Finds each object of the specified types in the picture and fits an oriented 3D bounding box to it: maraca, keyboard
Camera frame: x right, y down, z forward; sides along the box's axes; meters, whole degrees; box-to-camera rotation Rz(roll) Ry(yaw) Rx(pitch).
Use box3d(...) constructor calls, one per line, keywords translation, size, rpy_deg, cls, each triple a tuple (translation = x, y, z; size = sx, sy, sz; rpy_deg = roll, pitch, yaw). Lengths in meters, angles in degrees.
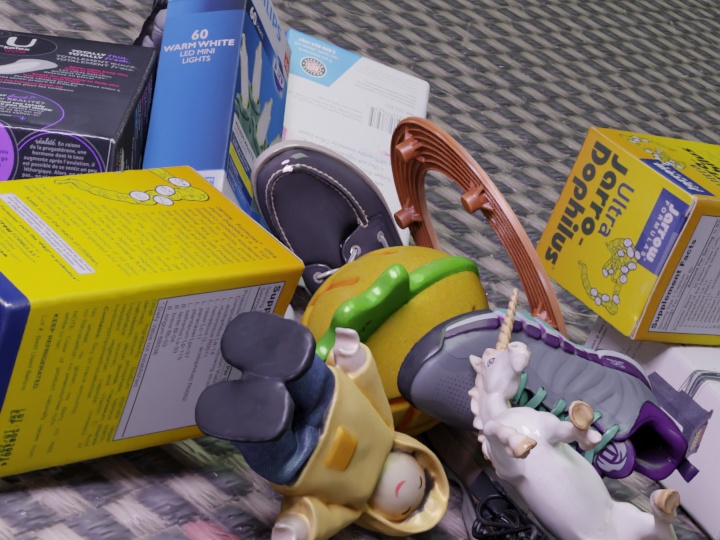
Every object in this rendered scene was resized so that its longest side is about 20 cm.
box3d(translation=(0.011, 0.043, 1.328), size=(0.107, 0.137, 0.200), rpy_deg=(41, 12, 17), cls="maraca")
box3d(translation=(0.091, 0.161, 1.180), size=(0.104, 0.040, 0.200), rpy_deg=(51, -4, -19), cls="keyboard")

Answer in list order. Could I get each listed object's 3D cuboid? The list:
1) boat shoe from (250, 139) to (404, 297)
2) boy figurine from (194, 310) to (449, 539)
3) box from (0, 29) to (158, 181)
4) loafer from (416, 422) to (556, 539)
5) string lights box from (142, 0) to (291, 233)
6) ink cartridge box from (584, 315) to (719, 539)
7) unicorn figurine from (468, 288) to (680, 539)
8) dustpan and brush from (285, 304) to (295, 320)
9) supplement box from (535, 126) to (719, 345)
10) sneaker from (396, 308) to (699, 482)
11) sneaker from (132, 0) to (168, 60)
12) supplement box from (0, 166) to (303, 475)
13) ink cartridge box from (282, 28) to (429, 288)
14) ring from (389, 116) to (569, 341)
box3d(translation=(0.000, 0.000, 1.437), size=(0.200, 0.072, 0.063), rpy_deg=(54, 8, -33), cls="boat shoe")
box3d(translation=(-0.017, 0.099, 1.217), size=(0.064, 0.125, 0.200), rpy_deg=(9, -22, 32), cls="boy figurine")
box3d(translation=(-0.196, -0.067, 1.370), size=(0.121, 0.107, 0.200), rpy_deg=(7, 21, 0), cls="box")
box3d(translation=(0.086, 0.110, 1.374), size=(0.072, 0.063, 0.200), rpy_deg=(17, 22, -21), cls="loafer")
box3d(translation=(-0.093, -0.093, 1.458), size=(0.059, 0.103, 0.201), rpy_deg=(-4, 56, 14), cls="string lights box")
box3d(translation=(0.260, 0.107, 1.563), size=(0.144, 0.085, 0.200), rpy_deg=(10, 24, -34), cls="ink cartridge box")
box3d(translation=(0.106, 0.104, 1.183), size=(0.201, 0.074, 0.137), rpy_deg=(65, -11, 6), cls="unicorn figurine")
box3d(translation=(-0.071, 0.038, 1.396), size=(0.139, 0.058, 0.199), rpy_deg=(25, 22, 36), cls="dustpan and brush")
box3d(translation=(0.236, -0.021, 1.575), size=(0.199, 0.109, 0.109), rpy_deg=(5, 25, -44), cls="supplement box")
box3d(translation=(0.114, 0.078, 1.296), size=(0.199, 0.075, 0.088), rpy_deg=(10, 27, -40), cls="sneaker")
box3d(translation=(-0.110, -0.203, 1.614), size=(0.075, 0.115, 0.200), rpy_deg=(17, -15, -20), cls="sneaker")
box3d(translation=(-0.147, 0.023, 1.178), size=(0.199, 0.109, 0.109), rpy_deg=(-7, 38, -45), cls="supplement box")
box3d(translation=(-0.025, -0.055, 1.569), size=(0.115, 0.068, 0.201), rpy_deg=(20, 56, -16), cls="ink cartridge box")
box3d(translation=(0.069, -0.003, 1.411), size=(0.019, 0.201, 0.200), rpy_deg=(-30, 45, -15), cls="ring")
